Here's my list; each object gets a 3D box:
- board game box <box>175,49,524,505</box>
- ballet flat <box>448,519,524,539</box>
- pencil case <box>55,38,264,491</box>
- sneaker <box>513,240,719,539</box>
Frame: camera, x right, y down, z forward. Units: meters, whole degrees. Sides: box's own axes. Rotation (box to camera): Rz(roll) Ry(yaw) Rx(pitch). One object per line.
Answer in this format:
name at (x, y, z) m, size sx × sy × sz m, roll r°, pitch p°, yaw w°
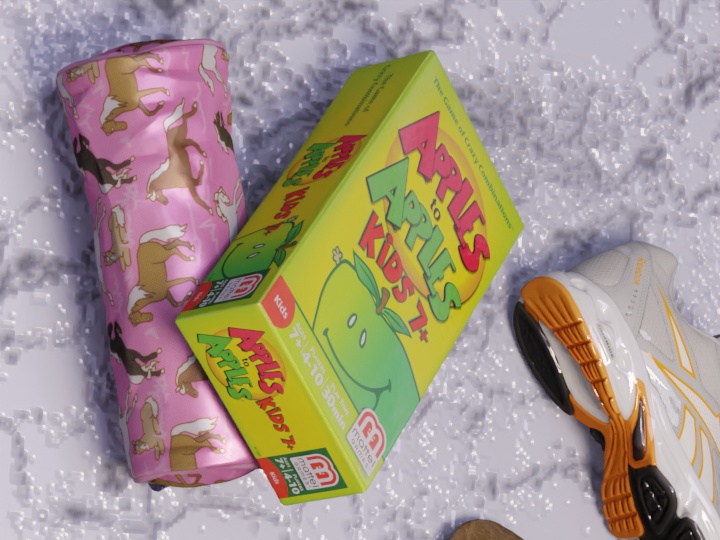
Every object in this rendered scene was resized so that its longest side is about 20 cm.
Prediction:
board game box at (0.000, 0.000, 1.311) m, size 0.102 × 0.047 × 0.200 m, roll 60°, pitch 38°, yaw -23°
ballet flat at (0.097, 0.210, 1.379) m, size 0.067 × 0.072 × 0.201 m, roll -18°, pitch 92°, yaw -28°
pencil case at (-0.080, -0.005, 1.309) m, size 0.082 × 0.086 × 0.202 m, roll -11°, pitch 89°, yaw -24°
sneaker at (0.157, 0.077, 1.424) m, size 0.092 × 0.076 × 0.201 m, roll -29°, pitch 98°, yaw -29°
